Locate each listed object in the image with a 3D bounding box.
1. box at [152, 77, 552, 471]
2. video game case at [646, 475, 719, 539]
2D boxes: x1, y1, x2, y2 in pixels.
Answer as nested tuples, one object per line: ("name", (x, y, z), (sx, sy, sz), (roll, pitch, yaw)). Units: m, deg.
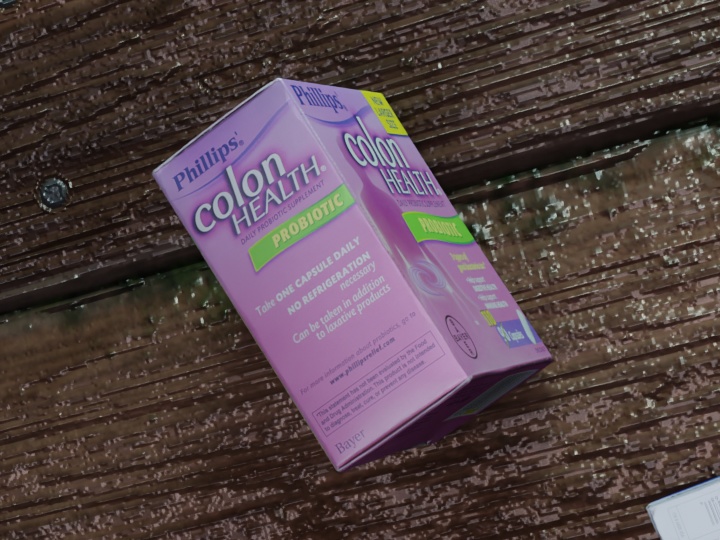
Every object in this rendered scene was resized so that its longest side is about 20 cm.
("box", (0.000, 0.000, 1.387), (0.097, 0.176, 0.200), (-36, 79, 16))
("video game case", (0.288, 0.181, 1.361), (0.200, 0.045, 0.182), (-23, 83, 18))
